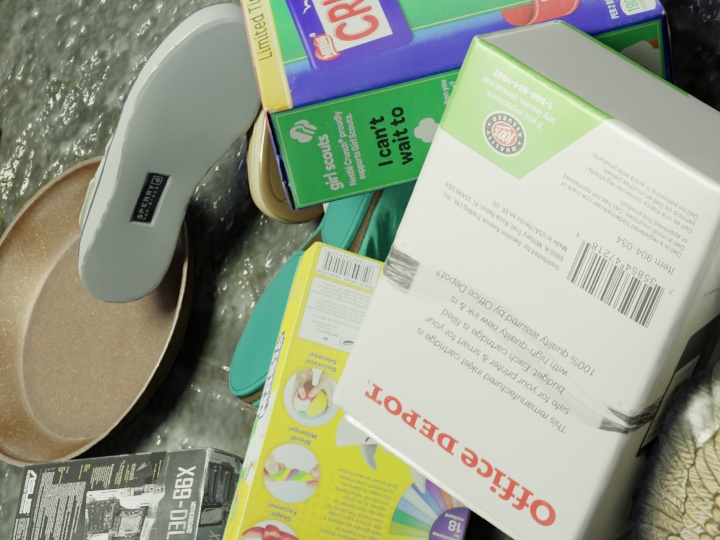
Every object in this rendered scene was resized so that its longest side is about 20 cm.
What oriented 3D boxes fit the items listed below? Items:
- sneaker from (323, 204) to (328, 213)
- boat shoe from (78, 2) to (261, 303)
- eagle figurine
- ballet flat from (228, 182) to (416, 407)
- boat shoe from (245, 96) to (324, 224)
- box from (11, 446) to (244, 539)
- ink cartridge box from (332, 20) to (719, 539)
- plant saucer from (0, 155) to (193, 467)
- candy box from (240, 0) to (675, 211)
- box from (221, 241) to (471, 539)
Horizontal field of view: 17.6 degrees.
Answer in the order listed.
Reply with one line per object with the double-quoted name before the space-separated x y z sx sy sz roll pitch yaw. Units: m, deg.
"sneaker" 0.017 -0.112 1.307 0.088 0.075 0.202 -170 89 -79
"boat shoe" -0.113 -0.077 1.333 0.070 0.070 0.201 -109 38 -50
"eagle figurine" 0.190 0.095 0.992 0.151 0.152 0.201 35 90 26
"ballet flat" 0.000 0.000 1.250 0.201 0.070 0.067 -61 32 24
"boat shoe" -0.035 -0.117 1.354 0.064 0.071 0.201 -17 56 51
"box" -0.139 0.204 1.301 0.157 0.050 0.201 -10 64 40
"ink cartridge box" 0.092 0.009 1.066 0.145 0.084 0.201 34 118 24
"plant saucer" -0.166 0.028 1.424 0.200 0.037 0.202 -20 58 36
"candy box" 0.041 -0.129 1.174 0.199 0.077 0.170 -15 43 1
"box" 0.001 0.100 1.173 0.048 0.117 0.201 139 148 -72
